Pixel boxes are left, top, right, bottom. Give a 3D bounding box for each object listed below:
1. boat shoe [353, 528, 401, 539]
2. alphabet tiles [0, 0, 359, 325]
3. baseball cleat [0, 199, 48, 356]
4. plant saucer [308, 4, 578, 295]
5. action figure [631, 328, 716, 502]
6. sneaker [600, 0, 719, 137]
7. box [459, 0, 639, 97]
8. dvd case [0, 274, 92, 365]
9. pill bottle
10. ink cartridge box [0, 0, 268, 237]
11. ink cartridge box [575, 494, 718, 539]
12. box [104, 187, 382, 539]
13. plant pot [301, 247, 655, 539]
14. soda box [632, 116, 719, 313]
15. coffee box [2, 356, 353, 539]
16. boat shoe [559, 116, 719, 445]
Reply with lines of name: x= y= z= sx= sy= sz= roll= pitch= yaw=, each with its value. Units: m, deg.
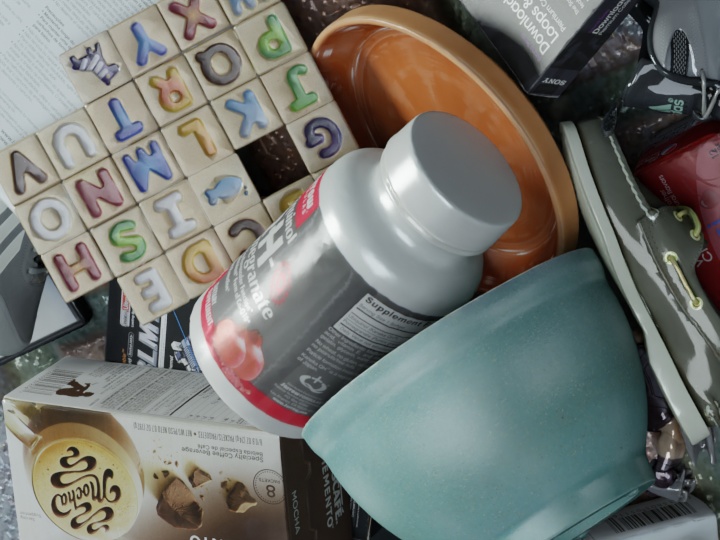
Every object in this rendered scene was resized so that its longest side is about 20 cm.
boat shoe: x=0.046 y=0.193 z=1.849 sx=0.199 sy=0.066 sz=0.075 roll=41 pitch=117 yaw=-5
alphabet tiles: x=-0.111 y=-0.070 z=1.716 sx=0.200 sy=0.008 sz=0.167 roll=-28 pitch=99 yaw=1
baseball cleat: x=-0.196 y=-0.044 z=1.789 sx=0.106 sy=0.070 sz=0.200 roll=1 pitch=101 yaw=13
plant saucer: x=0.051 y=-0.072 z=1.702 sx=0.200 sy=0.032 sz=0.200 roll=36 pitch=149 yaw=25
action figure: x=0.146 y=0.090 z=1.756 sx=0.200 sy=0.069 sz=0.130 roll=-30 pitch=60 yaw=29
sneaker: x=0.205 y=-0.093 z=1.626 sx=0.140 sy=0.078 sz=0.200 roll=-21 pitch=71 yaw=-7
box: x=0.126 y=-0.217 z=1.629 sx=0.200 sy=0.036 sz=0.143 roll=-49 pitch=57 yaw=26
dvd case: x=-0.291 y=0.012 z=1.882 sx=0.200 sy=0.018 sz=0.143 roll=-25 pitch=104 yaw=22
pill bottle: x=0.000 y=0.000 z=1.657 sx=0.111 sy=0.111 sz=0.200 roll=42 pitch=124 yaw=-6
ink cartridge box: x=-0.189 y=-0.158 z=1.740 sx=0.200 sy=0.043 sz=0.196 roll=-44 pitch=87 yaw=3
ink cartridge box: x=0.152 y=0.253 z=1.817 sx=0.160 sy=0.047 sz=0.200 roll=-14 pitch=110 yaw=-16
box: x=-0.064 y=0.049 z=1.803 sx=0.198 sy=0.050 sz=0.200 roll=16 pitch=116 yaw=23
plant pot: x=0.086 y=0.097 z=1.651 sx=0.200 sy=0.200 sz=0.134 roll=-38 pitch=79 yaw=25
soda box: x=0.241 y=0.001 z=1.715 sx=0.063 sy=0.070 sz=0.200 roll=-27 pitch=104 yaw=25
coffee box: x=-0.112 y=0.127 z=1.784 sx=0.200 sy=0.080 sz=0.113 roll=6 pitch=112 yaw=26
boat shoe: x=0.174 y=-0.002 z=1.659 sx=0.060 sy=0.072 sz=0.202 roll=-24 pitch=95 yaw=4
